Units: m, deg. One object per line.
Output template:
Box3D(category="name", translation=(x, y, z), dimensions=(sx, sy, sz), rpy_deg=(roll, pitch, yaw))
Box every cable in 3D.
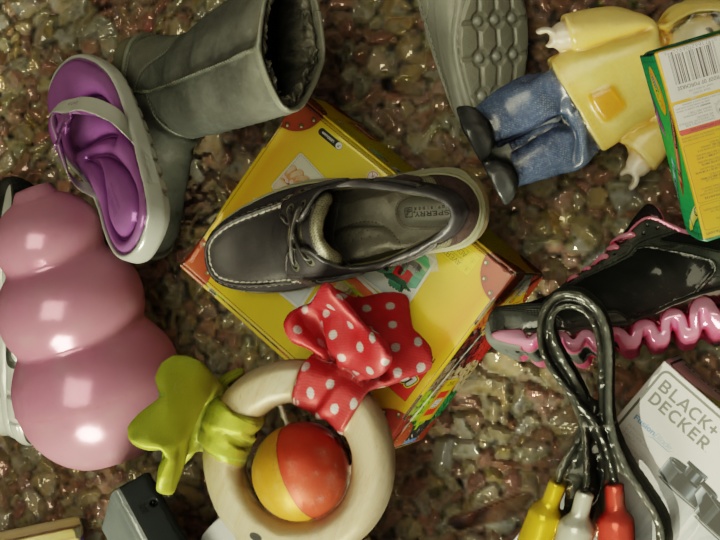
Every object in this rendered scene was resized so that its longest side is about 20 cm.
Box3D(category="cable", translation=(0.145, 0.113, 0.998), dimensions=(0.096, 0.050, 0.202), rpy_deg=(7, 110, 18))

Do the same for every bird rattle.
Box3D(category="bird rattle", translation=(-0.039, 0.104, 1.056), dimensions=(0.199, 0.113, 0.164), rpy_deg=(-20, 87, 6))

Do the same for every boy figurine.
Box3D(category="boy figurine", translation=(0.167, -0.114, 1.058), dimensions=(0.199, 0.064, 0.125), rpy_deg=(-25, 104, 7))

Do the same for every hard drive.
Box3D(category="hard drive", translation=(-0.117, 0.248, 1.140), dimensions=(0.033, 0.140, 0.201), rpy_deg=(-27, 78, -20))

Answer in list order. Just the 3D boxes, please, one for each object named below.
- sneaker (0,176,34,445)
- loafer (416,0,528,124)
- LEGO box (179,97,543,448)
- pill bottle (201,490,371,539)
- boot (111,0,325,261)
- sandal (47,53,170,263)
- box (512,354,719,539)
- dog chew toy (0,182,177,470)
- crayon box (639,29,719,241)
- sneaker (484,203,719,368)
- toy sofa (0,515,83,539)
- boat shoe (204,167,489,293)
Box3D(category="sneaker", translation=(-0.275, 0.030, 1.226), dimensions=(0.079, 0.074, 0.202), rpy_deg=(2, 90, 22))
Box3D(category="loafer", translation=(0.068, -0.195, 1.111), dimensions=(0.070, 0.070, 0.202), rpy_deg=(-2, 94, 57))
Box3D(category="LEGO box", translation=(0.000, 0.000, 1.121), dimensions=(0.200, 0.077, 0.149), rpy_deg=(40, 103, 16))
Box3D(category="pill bottle", translation=(-0.020, 0.242, 1.110), dimensions=(0.112, 0.112, 0.201), rpy_deg=(-39, 77, 16))
Box3D(category="boot", translation=(-0.101, -0.102, 1.123), dimensions=(0.199, 0.072, 0.184), rpy_deg=(-4, 89, 45))
Box3D(category="sandal", translation=(-0.185, -0.088, 1.127), dimensions=(0.083, 0.050, 0.203), rpy_deg=(-59, 44, 24))
Box3D(category="box", translation=(0.182, 0.167, 1.063), dimensions=(0.117, 0.060, 0.200), rpy_deg=(43, 103, 15))
Box3D(category="dog chew toy", translation=(-0.202, 0.037, 1.158), dimensions=(0.124, 0.125, 0.201), rpy_deg=(-13, 100, 20))
Box3D(category="crayon box", translation=(0.284, -0.103, 0.991), dimensions=(0.198, 0.058, 0.120), rpy_deg=(-16, 96, 4))
Box3D(category="sneaker", translation=(0.176, 0.008, 1.052), dimensions=(0.198, 0.079, 0.096), rpy_deg=(-9, 79, 1))
Box3D(category="toy sofa", translation=(-0.230, 0.290, 1.214), dimensions=(0.082, 0.098, 0.202), rpy_deg=(-11, 85, -5))
Box3D(category="boat shoe", translation=(-0.018, -0.027, 1.051), dimensions=(0.198, 0.065, 0.073), rpy_deg=(-8, 89, 20))
